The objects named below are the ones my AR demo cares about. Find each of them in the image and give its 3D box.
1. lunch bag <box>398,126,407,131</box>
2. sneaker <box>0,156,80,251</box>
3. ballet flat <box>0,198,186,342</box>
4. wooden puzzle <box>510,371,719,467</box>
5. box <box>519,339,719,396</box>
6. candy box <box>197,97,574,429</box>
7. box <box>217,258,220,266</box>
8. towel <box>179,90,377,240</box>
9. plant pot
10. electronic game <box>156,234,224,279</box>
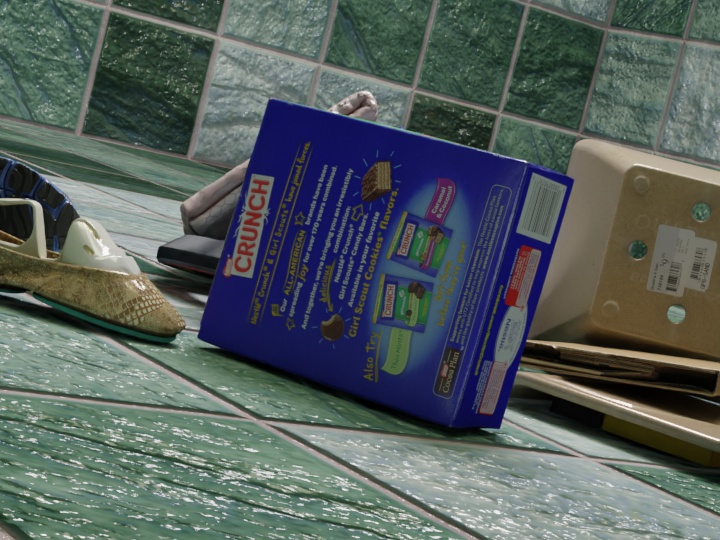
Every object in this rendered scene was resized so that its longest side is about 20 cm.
[{"bbox_3d":[0.046,-0.022,1.616,0.151,0.094,0.200,27,-32,-14],"label":"lunch bag"},{"bbox_3d":[-0.311,-0.060,1.363,0.200,0.075,0.078,16,2,4],"label":"sneaker"},{"bbox_3d":[-0.203,-0.009,1.126,0.200,0.065,0.071,15,5,7],"label":"ballet flat"},{"bbox_3d":[0.224,0.108,1.237,0.200,0.037,0.185,12,2,38],"label":"wooden puzzle"},{"bbox_3d":[0.212,0.073,1.310,0.163,0.021,0.200,8,-1,25],"label":"box"},{"bbox_3d":[0.013,-0.007,1.114,0.200,0.169,0.077,18,2,31],"label":"candy box"},{"bbox_3d":[0.000,0.000,1.294,0.200,0.060,0.117,14,48,0],"label":"box"},{"bbox_3d":[-0.069,-0.075,1.528,0.032,0.191,0.200,56,-8,6],"label":"towel"},{"bbox_3d":[0.263,-0.002,1.472,0.200,0.200,0.177,14,-2,1],"label":"plant pot"},{"bbox_3d":[-0.068,0.010,1.419,0.200,0.042,0.200,14,-3,1],"label":"electronic game"}]
